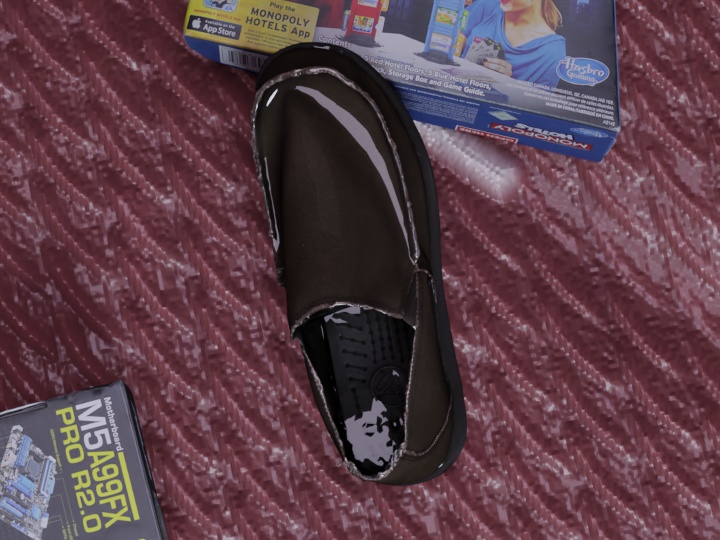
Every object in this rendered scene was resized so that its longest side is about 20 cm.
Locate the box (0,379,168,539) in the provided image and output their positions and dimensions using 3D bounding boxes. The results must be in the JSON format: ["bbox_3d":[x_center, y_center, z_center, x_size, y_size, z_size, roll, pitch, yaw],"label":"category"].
[{"bbox_3d":[-0.153,0.165,0.875,0.159,0.044,0.201,-15,81,-5],"label":"box"}]

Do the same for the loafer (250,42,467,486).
[{"bbox_3d":[0.000,0.000,0.867,0.073,0.071,0.201,-16,95,16],"label":"loafer"}]

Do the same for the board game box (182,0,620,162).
[{"bbox_3d":[0.038,-0.172,0.928,0.199,0.062,0.201,13,79,1],"label":"board game box"}]
